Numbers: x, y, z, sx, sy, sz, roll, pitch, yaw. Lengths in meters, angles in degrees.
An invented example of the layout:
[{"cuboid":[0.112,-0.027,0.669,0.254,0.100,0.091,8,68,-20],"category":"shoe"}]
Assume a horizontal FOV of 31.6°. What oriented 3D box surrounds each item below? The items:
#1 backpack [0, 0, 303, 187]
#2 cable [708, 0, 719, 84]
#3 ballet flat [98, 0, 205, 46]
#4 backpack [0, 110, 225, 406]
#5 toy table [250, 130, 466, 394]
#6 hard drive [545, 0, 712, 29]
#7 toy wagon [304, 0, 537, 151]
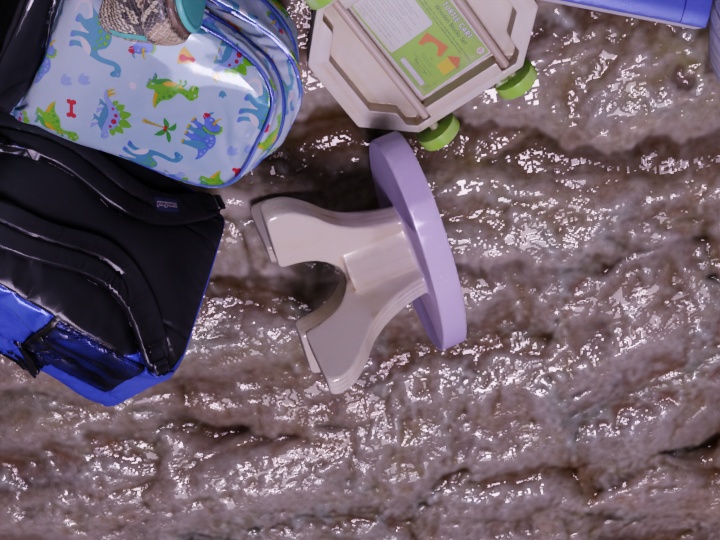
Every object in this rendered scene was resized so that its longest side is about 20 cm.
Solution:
[{"cuboid":[-0.135,-0.141,0.841,0.199,0.154,0.163,16,119,-30],"category":"backpack"},{"cuboid":[0.330,-0.159,0.829,0.199,0.200,0.069,-29,134,-18],"category":"cable"},{"cuboid":[-0.114,-0.223,0.758,0.075,0.201,0.068,5,157,18],"category":"ballet flat"},{"cuboid":[-0.228,-0.006,0.907,0.200,0.163,0.168,33,138,-29],"category":"backpack"},{"cuboid":[0.000,0.000,0.937,0.117,0.184,0.201,-22,129,-6],"category":"toy table"},{"cuboid":[0.140,-0.239,0.819,0.199,0.025,0.133,8,96,-12],"category":"hard drive"},{"cuboid":[0.062,-0.178,0.885,0.200,0.040,0.155,-32,124,16],"category":"toy wagon"}]
